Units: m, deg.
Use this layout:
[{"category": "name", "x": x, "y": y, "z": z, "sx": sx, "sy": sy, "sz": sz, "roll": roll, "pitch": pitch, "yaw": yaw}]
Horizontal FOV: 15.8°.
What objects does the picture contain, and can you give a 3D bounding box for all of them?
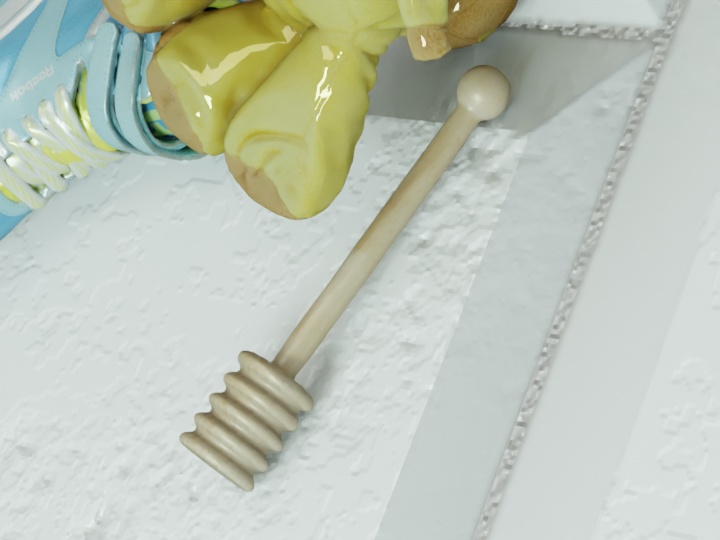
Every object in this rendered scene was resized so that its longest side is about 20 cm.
[{"category": "giraffe plush", "x": 0.013, "y": -0.137, "z": 1.047, "sx": 0.200, "sy": 0.162, "sz": 0.173, "roll": -38, "pitch": 79, "yaw": 47}, {"category": "honey dipper", "x": 0.000, "y": 0.000, "z": 1.059, "sx": 0.038, "sy": 0.038, "sz": 0.200, "roll": 31, "pitch": 81, "yaw": 44}, {"category": "sneaker", "x": -0.128, "y": -0.063, "z": 1.150, "sx": 0.201, "sy": 0.079, "sz": 0.130, "roll": -54, "pitch": 45, "yaw": -1}]
